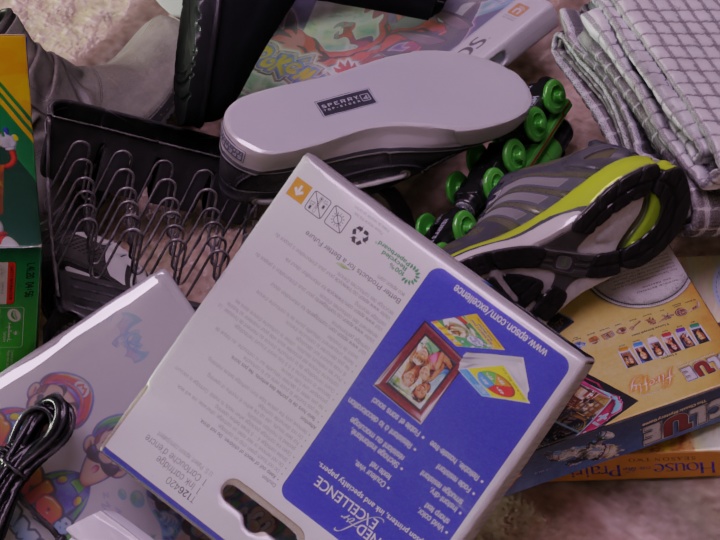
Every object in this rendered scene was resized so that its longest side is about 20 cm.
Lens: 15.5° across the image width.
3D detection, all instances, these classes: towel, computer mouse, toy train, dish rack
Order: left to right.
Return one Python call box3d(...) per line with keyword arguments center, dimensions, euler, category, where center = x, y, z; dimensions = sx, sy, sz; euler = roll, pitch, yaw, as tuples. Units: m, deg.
box3d(center=(-0.136, 0.171, 1.450), dimensions=(0.200, 0.044, 0.110), euler=(43, 73, -2), category="computer mouse")
box3d(center=(-0.121, -0.021, 1.610), dimensions=(0.153, 0.055, 0.200), euler=(12, 30, -16), category="dish rack")
box3d(center=(0.082, -0.045, 1.630), dimensions=(0.042, 0.056, 0.200), euler=(-3, 38, 39), category="toy train")
box3d(center=(0.224, -0.103, 1.607), dimensions=(0.165, 0.086, 0.200), euler=(-4, 44, -28), category="towel")

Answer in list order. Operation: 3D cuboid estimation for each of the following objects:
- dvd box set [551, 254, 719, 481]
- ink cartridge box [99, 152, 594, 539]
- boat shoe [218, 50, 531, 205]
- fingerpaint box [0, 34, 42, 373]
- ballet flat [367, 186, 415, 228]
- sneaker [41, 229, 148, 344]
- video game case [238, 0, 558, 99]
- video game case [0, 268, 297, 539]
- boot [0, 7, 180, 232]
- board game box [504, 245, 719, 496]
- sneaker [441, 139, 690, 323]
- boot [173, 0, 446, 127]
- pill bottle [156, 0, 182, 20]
box3d(center=(0.188, 0.056, 1.550), dimensions=(0.200, 0.029, 0.147), euler=(-2, 52, 10), category="dvd box set")
box3d(center=(-0.008, 0.074, 1.434), dimensions=(0.198, 0.047, 0.200), euler=(37, 97, 15), category="ink cartridge box")
box3d(center=(0.008, -0.080, 1.613), dimensions=(0.200, 0.068, 0.072), euler=(-14, 53, -21), category="boat shoe")
box3d(center=(-0.228, -0.012, 1.556), dimensions=(0.073, 0.200, 0.167), euler=(-1, 50, -11), category="fingerpaint box")
box3d(center=(0.000, 0.000, 1.615), dimensions=(0.073, 0.073, 0.200), euler=(-6, 49, 8), category="ballet flat")
box3d(center=(-0.162, 0.036, 1.602), dimensions=(0.090, 0.067, 0.200), euler=(2, 33, -46), category="sneaker")
box3d(center=(0.001, -0.148, 1.745), dimensions=(0.182, 0.023, 0.200), euler=(-39, 41, -20), category="video game case")
box3d(center=(-0.130, 0.129, 1.493), dimensions=(0.182, 0.024, 0.200), euler=(-34, 87, -15), category="video game case")
box3d(center=(-0.192, -0.125, 1.714), dimensions=(0.068, 0.131, 0.200), euler=(-8, 42, 46), category="boot")
box3d(center=(0.104, 0.054, 1.510), dimensions=(0.200, 0.035, 0.136), euler=(-17, 51, -11), category="board game box")
box3d(center=(0.089, -0.012, 1.509), dimensions=(0.200, 0.074, 0.081), euler=(-26, 31, -15), category="sneaker")
box3d(center=(-0.027, -0.179, 1.693), dimensions=(0.168, 0.076, 0.201), euler=(9, 86, -13), category="boot")
box3d(center=(-0.073, -0.260, 1.812), dimensions=(0.114, 0.114, 0.200), euler=(7, 47, 18), category="pill bottle")
